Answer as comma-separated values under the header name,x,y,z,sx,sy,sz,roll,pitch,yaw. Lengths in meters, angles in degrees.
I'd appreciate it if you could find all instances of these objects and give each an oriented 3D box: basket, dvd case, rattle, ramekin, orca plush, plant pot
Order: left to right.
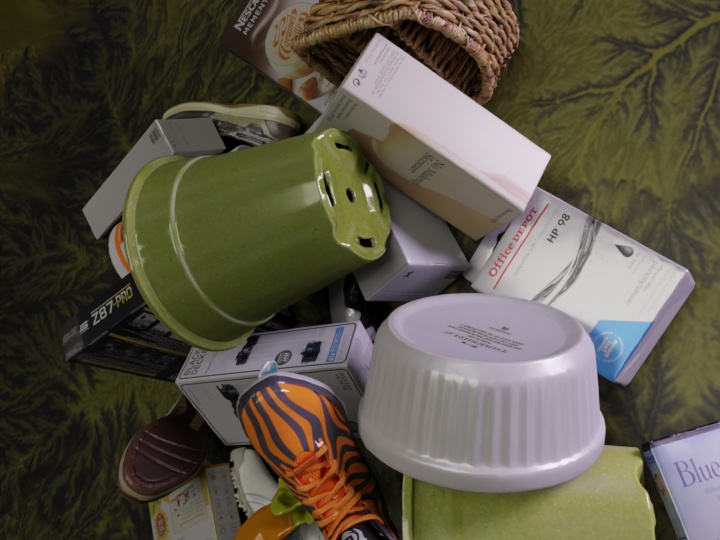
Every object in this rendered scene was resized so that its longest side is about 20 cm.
name,x,y,z,sx,sy,sz,roll,pitch,yaw
rattle,-0.095,0.181,0.699,0.142,0.200,0.131,-18,59,7
plant pot,-0.080,-0.044,0.718,0.189,0.200,0.201,-18,71,28
orca plush,0.000,0.000,0.842,0.105,0.071,0.201,115,145,-56
basket,0.058,-0.222,0.763,0.143,0.200,0.149,33,94,33
ramekin,0.099,0.087,0.626,0.202,0.202,0.095,11,109,30
plant pot,0.146,0.217,0.639,0.183,0.200,0.201,-8,75,15
dvd case,0.316,0.210,0.585,0.142,0.018,0.201,-13,70,-12

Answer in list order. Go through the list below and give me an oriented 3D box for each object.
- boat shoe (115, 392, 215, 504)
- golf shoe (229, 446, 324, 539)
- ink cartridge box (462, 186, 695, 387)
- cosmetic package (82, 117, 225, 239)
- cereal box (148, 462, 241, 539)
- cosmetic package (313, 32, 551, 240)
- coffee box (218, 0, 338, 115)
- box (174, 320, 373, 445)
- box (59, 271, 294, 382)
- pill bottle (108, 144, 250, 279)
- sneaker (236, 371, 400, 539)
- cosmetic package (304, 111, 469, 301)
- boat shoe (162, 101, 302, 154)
name,x,y,z,sx,sy,sz,roll,pitch,yaw
boat shoe,-0.203,0.197,0.832,0.075,0.202,0.075,36,113,2
golf shoe,-0.066,0.264,0.812,0.097,0.078,0.200,-30,66,-4
ink cartridge box,0.188,0.004,0.719,0.200,0.067,0.116,35,98,30
cosmetic package,-0.256,-0.110,0.944,0.200,0.082,0.051,-36,80,38
cereal box,-0.173,0.326,0.838,0.144,0.039,0.201,-32,65,42
cosmetic package,0.065,-0.120,0.729,0.200,0.105,0.071,33,69,-7
coffee box,-0.059,-0.259,0.906,0.200,0.080,0.115,38,98,30
box,-0.076,0.121,0.797,0.199,0.117,0.060,-10,40,24
box,-0.192,0.060,0.839,0.161,0.200,0.049,-36,59,18
pill bottle,-0.190,-0.056,0.914,0.200,0.114,0.114,-31,66,20
sneaker,-0.018,0.168,0.589,0.077,0.200,0.112,-35,33,2
cosmetic package,0.019,-0.067,0.800,0.074,0.101,0.201,-42,60,35
boat shoe,-0.168,-0.167,0.950,0.199,0.073,0.065,3,75,29
